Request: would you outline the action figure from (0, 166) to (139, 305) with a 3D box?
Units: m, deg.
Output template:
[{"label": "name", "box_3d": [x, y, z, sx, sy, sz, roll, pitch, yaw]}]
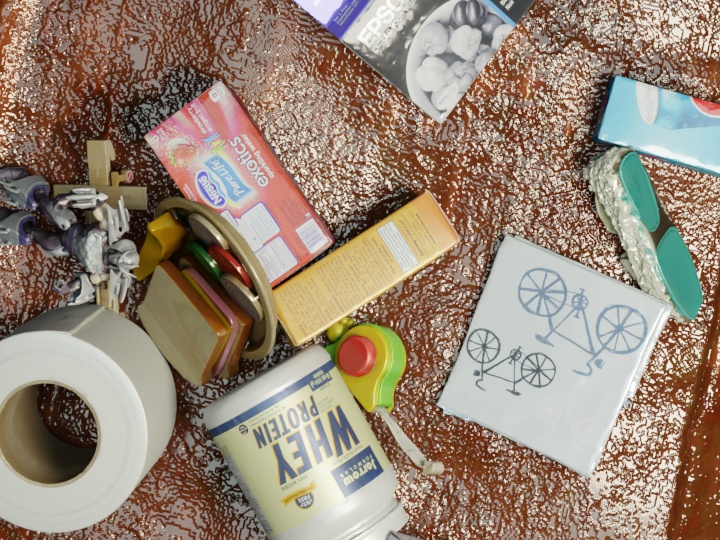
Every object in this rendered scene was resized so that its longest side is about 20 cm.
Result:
[{"label": "action figure", "box_3d": [-0.298, -0.035, 1.684, 0.199, 0.069, 0.131, 22, 113, 29]}]

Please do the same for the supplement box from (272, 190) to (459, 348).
[{"label": "supplement box", "box_3d": [0.000, 0.000, 1.689, 0.199, 0.067, 0.069, -35, 89, -7]}]

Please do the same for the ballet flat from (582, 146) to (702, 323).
[{"label": "ballet flat", "box_3d": [0.283, -0.037, 1.688, 0.071, 0.072, 0.201, -26, 108, 3]}]

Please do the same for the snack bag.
[{"label": "snack bag", "box_3d": [0.195, 0.089, 1.698, 0.187, 0.021, 0.202, 24, 95, 17]}]

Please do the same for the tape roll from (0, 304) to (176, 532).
[{"label": "tape roll", "box_3d": [-0.295, 0.146, 1.673, 0.201, 0.139, 0.205, 1, 100, 6]}]

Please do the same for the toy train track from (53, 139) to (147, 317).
[{"label": "toy train track", "box_3d": [-0.260, -0.036, 1.729, 0.114, 0.032, 0.202, 3, 101, 26]}]

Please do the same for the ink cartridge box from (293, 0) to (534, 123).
[{"label": "ink cartridge box", "box_3d": [0.066, -0.285, 1.666, 0.199, 0.043, 0.199, 36, 94, -24]}]

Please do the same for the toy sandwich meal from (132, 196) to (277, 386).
[{"label": "toy sandwich meal", "box_3d": [-0.162, 0.022, 1.655, 0.070, 0.205, 0.206, -35, 89, -29]}]

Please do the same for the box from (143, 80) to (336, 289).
[{"label": "box", "box_3d": [-0.120, -0.082, 1.692, 0.099, 0.095, 0.201, -35, 90, 2]}]

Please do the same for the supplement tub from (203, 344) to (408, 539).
[{"label": "supplement tub", "box_3d": [-0.052, 0.192, 1.672, 0.144, 0.145, 0.201, -30, 90, 3]}]

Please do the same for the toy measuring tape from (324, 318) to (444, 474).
[{"label": "toy measuring tape", "box_3d": [0.033, 0.114, 1.683, 0.074, 0.074, 0.200, -43, 62, 3]}]

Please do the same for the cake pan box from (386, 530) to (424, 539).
[{"label": "cake pan box", "box_3d": [0.073, 0.370, 1.668, 0.199, 0.052, 0.185, 23, 94, -40]}]

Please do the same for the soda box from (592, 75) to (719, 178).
[{"label": "soda box", "box_3d": [0.340, -0.137, 1.684, 0.198, 0.064, 0.068, 16, 92, 2]}]
